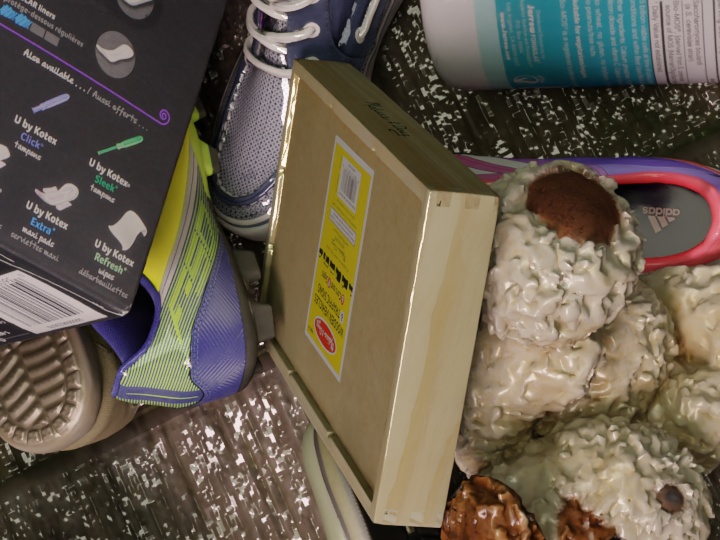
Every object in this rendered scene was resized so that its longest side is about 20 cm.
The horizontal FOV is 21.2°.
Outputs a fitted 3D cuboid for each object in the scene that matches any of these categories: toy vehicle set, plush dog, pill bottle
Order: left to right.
[{"bbox_3d":[0.000,0.000,0.757,0.026,0.200,0.125,4,108,-18],"label":"toy vehicle set"},{"bbox_3d":[0.083,0.076,0.758,0.160,0.200,0.172,-23,54,42],"label":"plush dog"},{"bbox_3d":[0.129,-0.134,0.812,0.199,0.111,0.111,-1,84,13],"label":"pill bottle"}]

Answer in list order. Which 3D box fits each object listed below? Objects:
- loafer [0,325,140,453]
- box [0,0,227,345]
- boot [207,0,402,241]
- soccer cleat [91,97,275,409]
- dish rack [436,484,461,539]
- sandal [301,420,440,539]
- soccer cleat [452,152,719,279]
[{"bbox_3d":[-0.154,-0.002,0.891,0.075,0.068,0.201,-26,64,17],"label":"loafer"},{"bbox_3d":[-0.139,-0.083,0.795,0.122,0.106,0.201,-11,56,48],"label":"box"},{"bbox_3d":[-0.031,-0.116,0.852,0.073,0.090,0.201,22,88,29],"label":"boot"},{"bbox_3d":[-0.103,-0.027,0.847,0.083,0.065,0.201,-9,55,-23],"label":"soccer cleat"},{"bbox_3d":[0.046,0.198,0.832,0.153,0.055,0.200,40,93,12],"label":"dish rack"},{"bbox_3d":[0.009,0.156,0.786,0.057,0.080,0.202,-23,72,25],"label":"sandal"},{"bbox_3d":[0.069,-0.021,0.834,0.199,0.073,0.069,-1,86,14],"label":"soccer cleat"}]
